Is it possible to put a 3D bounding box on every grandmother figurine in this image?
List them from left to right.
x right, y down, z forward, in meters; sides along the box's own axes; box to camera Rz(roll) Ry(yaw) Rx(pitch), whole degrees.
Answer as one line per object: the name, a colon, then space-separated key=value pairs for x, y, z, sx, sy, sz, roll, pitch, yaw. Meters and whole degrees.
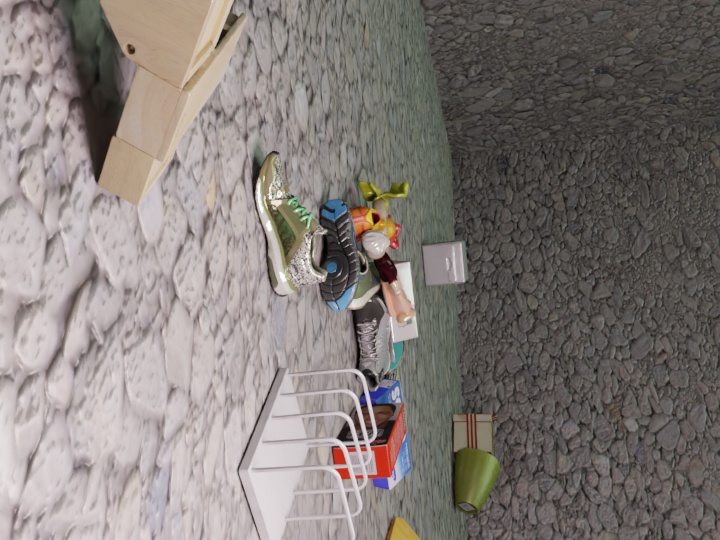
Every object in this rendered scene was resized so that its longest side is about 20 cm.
grandmother figurine: x=0.053 y=0.008 z=1.430 sx=0.203 sy=0.060 sz=0.121 roll=65 pitch=-8 yaw=-32

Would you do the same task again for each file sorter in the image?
file sorter: x=-0.058 y=0.239 z=0.956 sx=0.201 sy=0.121 sz=0.142 roll=-72 pitch=153 yaw=-60

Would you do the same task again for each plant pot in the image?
plant pot: x=0.434 y=0.832 z=2.875 sx=0.189 sy=0.183 sz=0.202 roll=73 pitch=32 yaw=-42

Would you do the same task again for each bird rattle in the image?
bird rattle: x=0.041 y=-0.096 z=1.612 sx=0.165 sy=0.110 sz=0.203 roll=-84 pitch=179 yaw=-49

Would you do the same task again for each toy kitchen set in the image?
toy kitchen set: x=-0.202 y=-0.209 z=0.619 sx=0.201 sy=0.178 sz=0.165 roll=-55 pitch=-168 yaw=37

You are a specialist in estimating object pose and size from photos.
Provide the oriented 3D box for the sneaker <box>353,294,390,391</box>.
sneaker: x=0.022 y=0.153 z=1.471 sx=0.116 sy=0.073 sz=0.204 roll=-70 pitch=153 yaw=-58

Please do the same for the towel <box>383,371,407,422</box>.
towel: x=0.074 y=0.340 z=1.684 sx=0.172 sy=0.047 sz=0.205 roll=-65 pitch=148 yaw=-65

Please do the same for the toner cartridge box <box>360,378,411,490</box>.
toner cartridge box: x=0.055 y=0.339 z=1.536 sx=0.094 sy=0.042 sz=0.205 roll=-28 pitch=114 yaw=-50

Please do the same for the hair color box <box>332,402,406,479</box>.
hair color box: x=0.021 y=0.305 z=1.337 sx=0.200 sy=0.099 sz=0.063 roll=-44 pitch=127 yaw=-75

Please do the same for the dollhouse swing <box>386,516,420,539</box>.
dollhouse swing: x=0.089 y=0.691 z=1.631 sx=0.184 sy=0.174 sz=0.200 roll=-56 pitch=178 yaw=16

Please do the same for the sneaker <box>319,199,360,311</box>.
sneaker: x=-0.029 y=-0.022 z=1.310 sx=0.082 sy=0.071 sz=0.205 roll=56 pitch=31 yaw=-65

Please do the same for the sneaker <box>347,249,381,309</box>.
sneaker: x=0.000 y=0.000 z=1.442 sx=0.200 sy=0.065 sz=0.092 roll=-54 pitch=142 yaw=-67

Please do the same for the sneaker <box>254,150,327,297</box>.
sneaker: x=-0.088 y=-0.067 z=1.027 sx=0.077 sy=0.086 sz=0.205 roll=-58 pitch=141 yaw=-69

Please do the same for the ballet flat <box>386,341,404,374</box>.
ballet flat: x=0.066 y=0.155 z=1.708 sx=0.076 sy=0.066 sz=0.204 roll=94 pitch=-4 yaw=-60

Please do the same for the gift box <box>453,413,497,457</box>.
gift box: x=0.472 y=0.680 z=3.034 sx=0.202 sy=0.180 sz=0.190 roll=77 pitch=15 yaw=-53

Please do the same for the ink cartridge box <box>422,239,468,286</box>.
ink cartridge box: x=0.311 y=-0.029 z=2.688 sx=0.200 sy=0.142 sz=0.151 roll=-14 pitch=99 yaw=-77

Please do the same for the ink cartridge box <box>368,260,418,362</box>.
ink cartridge box: x=0.064 y=0.084 z=1.583 sx=0.117 sy=0.066 sz=0.205 roll=8 pitch=-75 yaw=65

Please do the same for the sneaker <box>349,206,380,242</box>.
sneaker: x=0.005 y=-0.092 z=1.480 sx=0.200 sy=0.075 sz=0.075 roll=-65 pitch=147 yaw=-84
